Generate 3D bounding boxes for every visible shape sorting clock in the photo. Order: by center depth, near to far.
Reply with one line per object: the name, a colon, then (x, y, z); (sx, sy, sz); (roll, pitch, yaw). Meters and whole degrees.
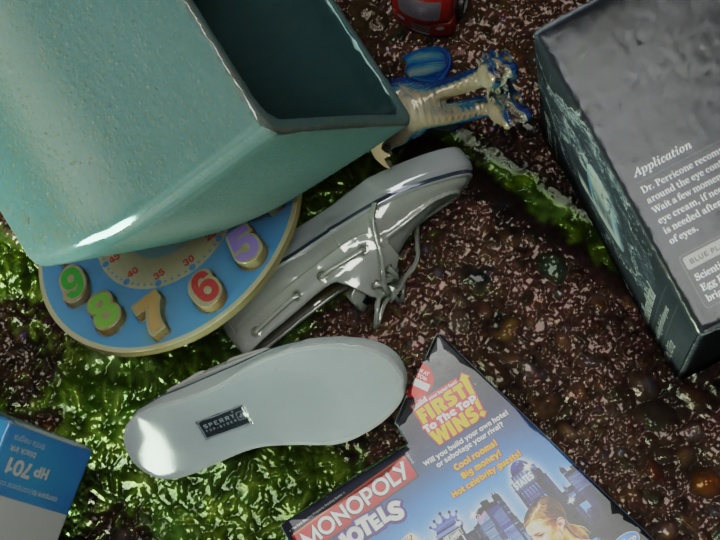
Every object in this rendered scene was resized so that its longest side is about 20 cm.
shape sorting clock: (-0.132, -0.034, 1.011); (0.199, 0.039, 0.201); (-15, 51, 20)

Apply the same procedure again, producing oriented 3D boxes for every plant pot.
plant pot: (-0.128, -0.106, 0.895); (0.200, 0.196, 0.196); (-38, 80, 24)

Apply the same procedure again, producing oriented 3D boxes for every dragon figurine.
dragon figurine: (0.033, -0.114, 1.005); (0.099, 0.200, 0.059); (-22, 107, -24)

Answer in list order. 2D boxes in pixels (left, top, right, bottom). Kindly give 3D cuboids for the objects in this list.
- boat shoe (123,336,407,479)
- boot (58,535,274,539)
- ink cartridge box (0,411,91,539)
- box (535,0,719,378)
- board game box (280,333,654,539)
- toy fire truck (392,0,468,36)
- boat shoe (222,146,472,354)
boat shoe: (-0.060, 0.078, 0.974); (0.199, 0.065, 0.074); (-13, 109, 19)
boot: (-0.129, 0.268, 0.957); (0.167, 0.076, 0.202); (1, 72, 11)
ink cartridge box: (-0.282, 0.182, 0.968); (0.146, 0.086, 0.201); (14, 78, 35)
box: (0.202, -0.056, 0.914); (0.117, 0.197, 0.201); (-27, 76, 2)
board game box: (0.061, 0.155, 0.960); (0.199, 0.062, 0.201); (-31, 73, -2)
toy fire truck: (0.066, -0.274, 1.012); (0.048, 0.141, 0.201); (16, 81, 10)
boat shoe: (-0.002, 0.000, 0.999); (0.201, 0.075, 0.086); (-30, 76, 3)
